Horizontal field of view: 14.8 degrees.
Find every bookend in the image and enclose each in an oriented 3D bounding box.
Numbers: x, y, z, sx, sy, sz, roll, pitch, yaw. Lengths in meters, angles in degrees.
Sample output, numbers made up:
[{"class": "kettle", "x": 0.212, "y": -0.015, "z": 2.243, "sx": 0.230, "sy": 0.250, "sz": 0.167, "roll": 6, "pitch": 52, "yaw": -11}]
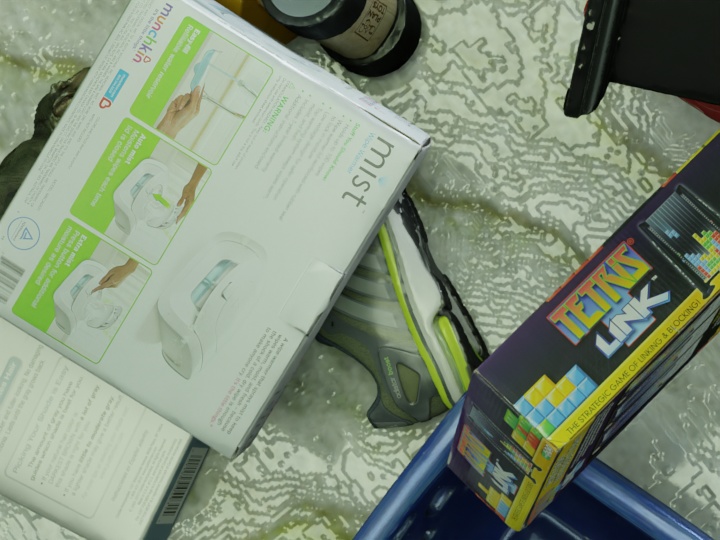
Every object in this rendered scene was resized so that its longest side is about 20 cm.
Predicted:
[{"class": "bookend", "x": 0.207, "y": -0.112, "z": 1.290, "sx": 0.200, "sy": 0.199, "sz": 0.092, "roll": 12, "pitch": 105, "yaw": 5}]

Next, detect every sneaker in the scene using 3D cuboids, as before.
[{"class": "sneaker", "x": 0.000, "y": 0.000, "z": 1.571, "sx": 0.081, "sy": 0.074, "sz": 0.200, "roll": -28, "pitch": 79, "yaw": 10}]

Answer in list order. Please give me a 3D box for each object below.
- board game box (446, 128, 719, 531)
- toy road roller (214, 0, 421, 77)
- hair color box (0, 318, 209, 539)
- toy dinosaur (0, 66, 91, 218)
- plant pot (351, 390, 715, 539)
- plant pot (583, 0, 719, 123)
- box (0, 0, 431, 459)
[{"class": "board game box", "x": 0.120, "y": 0.032, "z": 1.312, "sx": 0.165, "sy": 0.200, "sz": 0.057, "roll": -43, "pitch": 80, "yaw": -13}, {"class": "toy road roller", "x": -0.020, "y": -0.218, "z": 1.569, "sx": 0.146, "sy": 0.123, "sz": 0.200, "roll": 30, "pitch": 92, "yaw": 22}, {"class": "hair color box", "x": -0.190, "y": 0.081, "z": 1.604, "sx": 0.200, "sy": 0.061, "sz": 0.099, "roll": 26, "pitch": 89, "yaw": 11}, {"class": "toy dinosaur", "x": -0.188, "y": -0.026, "z": 1.599, "sx": 0.088, "sy": 0.047, "sz": 0.200, "roll": 32, "pitch": 59, "yaw": 4}, {"class": "plant pot", "x": 0.093, "y": 0.196, "z": 1.482, "sx": 0.200, "sy": 0.180, "sz": 0.200, "roll": 35, "pitch": 91, "yaw": 11}, {"class": "plant pot", "x": 0.246, "y": -0.152, "z": 1.476, "sx": 0.182, "sy": 0.200, "sz": 0.200, "roll": 44, "pitch": 94, "yaw": 4}, {"class": "box", "x": -0.086, "y": -0.031, "z": 1.496, "sx": 0.176, "sy": 0.097, "sz": 0.200, "roll": 31, "pitch": 97, "yaw": 0}]
